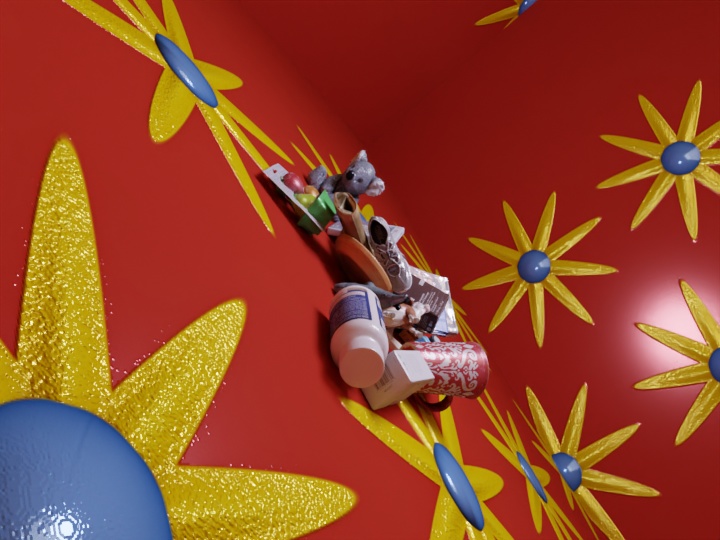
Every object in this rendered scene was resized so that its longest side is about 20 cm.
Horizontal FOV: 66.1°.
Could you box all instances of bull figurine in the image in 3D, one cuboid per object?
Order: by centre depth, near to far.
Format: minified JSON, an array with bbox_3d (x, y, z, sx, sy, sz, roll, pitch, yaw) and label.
[{"bbox_3d":[0.089,0.109,1.333,0.193,0.068,0.121,5,15,-21],"label":"bull figurine"}]

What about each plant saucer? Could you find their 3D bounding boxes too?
[{"bbox_3d":[0.000,0.000,1.378,0.200,0.037,0.202,44,-18,18],"label":"plant saucer"}]

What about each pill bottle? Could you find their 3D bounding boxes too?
[{"bbox_3d":[-0.005,0.123,1.038,0.112,0.110,0.202,48,14,-23],"label":"pill bottle"}]

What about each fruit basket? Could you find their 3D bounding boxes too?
[{"bbox_3d":[-0.153,-0.180,1.366,0.198,0.095,0.186,37,15,-8],"label":"fruit basket"}]

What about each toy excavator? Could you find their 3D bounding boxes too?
[{"bbox_3d":[0.139,0.218,1.408,0.198,0.099,0.198,57,21,15],"label":"toy excavator"}]

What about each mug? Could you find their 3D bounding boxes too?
[{"bbox_3d":[0.186,0.253,1.305,0.194,0.185,0.132,9,-2,-30],"label":"mug"}]

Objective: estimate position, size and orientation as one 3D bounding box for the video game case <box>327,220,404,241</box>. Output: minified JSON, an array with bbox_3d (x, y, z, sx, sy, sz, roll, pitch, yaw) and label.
[{"bbox_3d":[0.020,-0.115,1.599,0.192,0.024,0.182,10,17,11],"label":"video game case"}]

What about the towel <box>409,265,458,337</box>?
[{"bbox_3d":[0.198,0.089,1.633,0.185,0.032,0.206,14,53,-28],"label":"towel"}]

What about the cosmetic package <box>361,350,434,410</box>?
[{"bbox_3d":[0.076,0.220,1.126,0.075,0.101,0.199,58,14,19],"label":"cosmetic package"}]

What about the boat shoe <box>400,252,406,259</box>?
[{"bbox_3d":[0.046,-0.042,1.543,0.198,0.076,0.075,7,32,-44],"label":"boat shoe"}]

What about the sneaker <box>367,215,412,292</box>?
[{"bbox_3d":[0.060,-0.039,1.345,0.205,0.073,0.082,64,10,15],"label":"sneaker"}]

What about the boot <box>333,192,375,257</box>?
[{"bbox_3d":[-0.025,-0.120,1.393,0.176,0.065,0.203,49,-12,43],"label":"boot"}]

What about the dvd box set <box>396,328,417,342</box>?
[{"bbox_3d":[0.164,0.206,1.647,0.201,0.029,0.148,50,13,-24],"label":"dvd box set"}]

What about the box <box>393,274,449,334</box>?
[{"bbox_3d":[0.131,0.070,1.482,0.195,0.076,0.101,27,44,12],"label":"box"}]

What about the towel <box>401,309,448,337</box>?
[{"bbox_3d":[0.151,0.107,1.548,0.193,0.024,0.151,11,52,-18],"label":"towel"}]

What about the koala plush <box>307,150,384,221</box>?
[{"bbox_3d":[-0.032,-0.269,1.730,0.180,0.198,0.183,57,13,20],"label":"koala plush"}]

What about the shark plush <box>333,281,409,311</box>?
[{"bbox_3d":[0.024,0.066,1.226,0.083,0.093,0.197,39,-12,-39],"label":"shark plush"}]
